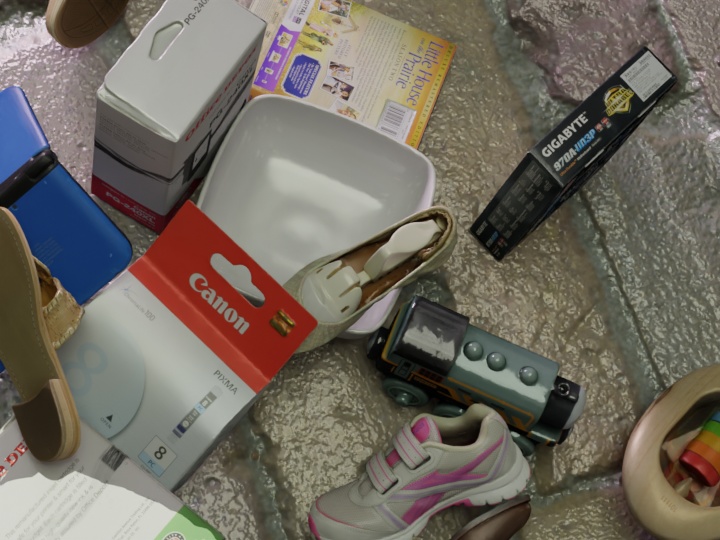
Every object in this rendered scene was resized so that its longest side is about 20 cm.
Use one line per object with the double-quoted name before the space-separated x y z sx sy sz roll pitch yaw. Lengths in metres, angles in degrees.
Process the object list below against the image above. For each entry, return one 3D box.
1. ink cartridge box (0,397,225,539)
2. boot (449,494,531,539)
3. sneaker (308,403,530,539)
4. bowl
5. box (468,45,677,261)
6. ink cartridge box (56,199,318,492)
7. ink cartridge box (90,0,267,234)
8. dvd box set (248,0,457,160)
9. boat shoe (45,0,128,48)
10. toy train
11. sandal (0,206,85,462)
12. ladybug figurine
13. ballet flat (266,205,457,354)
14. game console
"ink cartridge box" -0.235 0.220 1.455 0.200 0.084 0.146 39 67 7
"boot" 0.125 0.317 1.499 0.186 0.064 0.200 -37 76 -8
"sneaker" 0.044 0.169 1.509 0.199 0.089 0.081 -22 30 -14
"bowl" -0.047 -0.042 1.600 0.199 0.075 0.201 22 68 -2
"box" 0.190 -0.102 1.600 0.159 0.200 0.046 -42 84 -21
"ink cartridge box" -0.158 0.067 1.496 0.160 0.047 0.200 43 104 8
"ink cartridge box" -0.162 -0.142 1.546 0.083 0.200 0.146 33 67 3
"dvd box set" -0.021 -0.193 1.676 0.199 0.029 0.147 22 58 -2
"boat shoe" -0.251 -0.297 1.668 0.065 0.072 0.201 10 68 32
"toy train" 0.102 0.094 1.554 0.199 0.114 0.086 25 67 0
"sandal" -0.257 0.051 1.452 0.069 0.077 0.213 -4 72 -50
"ladybug figurine" 0.313 0.167 1.587 0.200 0.072 0.136 -40 75 -21
"ballet flat" 0.000 0.000 1.519 0.200 0.062 0.068 -34 79 -20
"game console" -0.317 -0.027 1.521 0.200 0.118 0.171 -39 106 7
